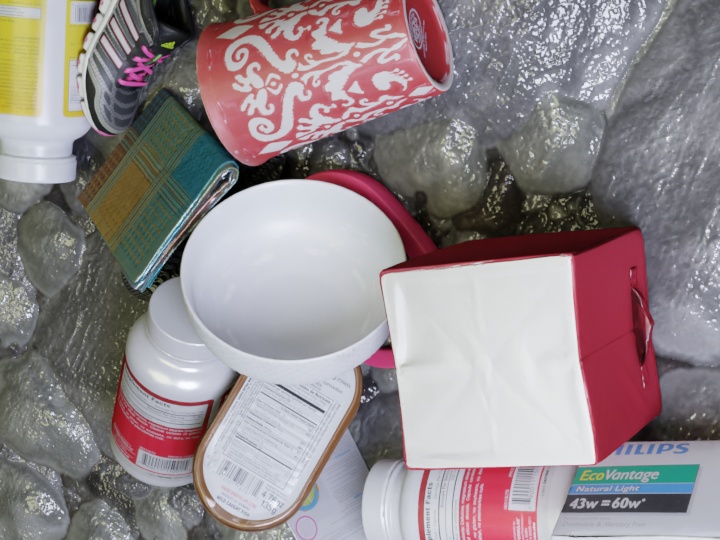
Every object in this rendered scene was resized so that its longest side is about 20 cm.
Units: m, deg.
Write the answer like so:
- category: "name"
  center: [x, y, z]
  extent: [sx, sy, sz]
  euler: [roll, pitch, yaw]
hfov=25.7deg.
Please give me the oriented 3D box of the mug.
- category: "mug"
  center: [-0.034, -0.204, 1.399]
  extent: [0.198, 0.133, 0.179]
  euler: [-14, 92, 24]

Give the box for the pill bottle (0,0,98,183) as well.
- category: "pill bottle"
  center: [-0.318, -0.192, 1.556]
  extent: [0.111, 0.112, 0.202]
  euler: [10, 102, 26]

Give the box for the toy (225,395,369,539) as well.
- category: "toy"
  center: [-0.050, 0.194, 1.486]
  extent: [0.047, 0.115, 0.201]
  euler: [-28, 86, 49]

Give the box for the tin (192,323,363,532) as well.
- category: "tin"
  center: [-0.073, 0.141, 1.426]
  extent: [0.111, 0.042, 0.201]
  euler: [31, 79, -3]

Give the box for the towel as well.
- category: "towel"
  center: [-0.193, -0.080, 1.480]
  extent: [0.147, 0.022, 0.200]
  euler: [-51, 36, 5]

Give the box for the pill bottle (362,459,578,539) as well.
- category: "pill bottle"
  center: [0.107, 0.212, 1.390]
  extent: [0.198, 0.112, 0.113]
  euler: [-2, 97, 28]

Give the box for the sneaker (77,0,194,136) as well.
- category: "sneaker"
  center: [-0.209, -0.220, 1.517]
  extent: [0.087, 0.074, 0.202]
  euler: [24, 104, 28]

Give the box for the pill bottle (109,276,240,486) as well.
- category: "pill bottle"
  center: [-0.172, 0.104, 1.490]
  extent: [0.112, 0.112, 0.201]
  euler: [36, 136, 18]

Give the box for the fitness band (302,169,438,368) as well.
- category: "fitness band"
  center: [0.000, 0.000, 1.467]
  extent: [0.144, 0.037, 0.200]
  euler: [-45, 78, 23]

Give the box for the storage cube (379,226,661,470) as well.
- category: "storage cube"
  center: [0.136, 0.064, 1.323]
  extent: [0.198, 0.179, 0.173]
  euler: [-5, 96, 27]

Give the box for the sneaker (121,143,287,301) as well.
- category: "sneaker"
  center: [-0.148, -0.051, 1.517]
  extent: [0.070, 0.090, 0.200]
  euler: [43, 88, 6]

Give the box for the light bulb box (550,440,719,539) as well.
- category: "light bulb box"
  center: [0.279, 0.252, 1.274]
  extent: [0.197, 0.125, 0.201]
  euler: [-4, 120, 27]

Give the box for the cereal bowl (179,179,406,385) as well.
- category: "cereal bowl"
  center: [-0.057, 0.020, 1.395]
  extent: [0.199, 0.200, 0.084]
  euler: [29, 149, 20]
